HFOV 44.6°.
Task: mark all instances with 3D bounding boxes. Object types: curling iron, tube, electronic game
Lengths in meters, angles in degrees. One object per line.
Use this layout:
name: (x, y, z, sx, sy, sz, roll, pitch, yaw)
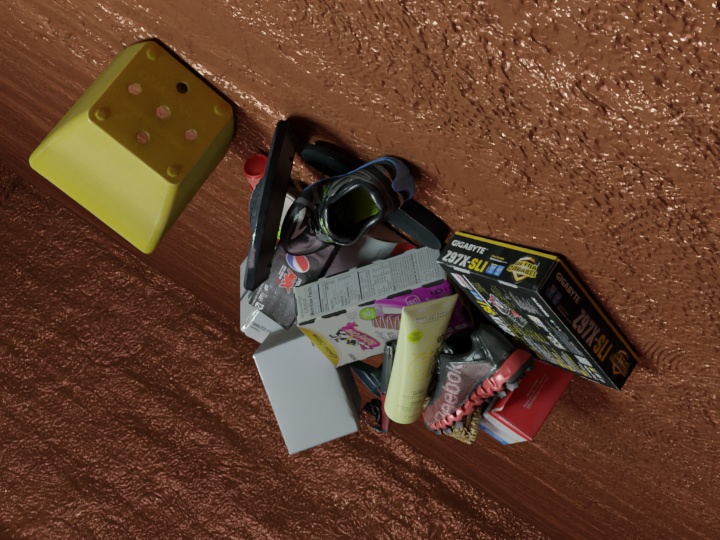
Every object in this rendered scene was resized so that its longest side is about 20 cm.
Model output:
curling iron: (0.029, 0.161, 1.193, 0.049, 0.026, 0.201, 31, 145, 18)
tube: (0.069, 0.111, 1.100, 0.051, 0.058, 0.201, 21, 130, 12)
electronic game: (-0.109, -0.075, 1.022, 0.041, 0.202, 0.200, 12, 168, -5)

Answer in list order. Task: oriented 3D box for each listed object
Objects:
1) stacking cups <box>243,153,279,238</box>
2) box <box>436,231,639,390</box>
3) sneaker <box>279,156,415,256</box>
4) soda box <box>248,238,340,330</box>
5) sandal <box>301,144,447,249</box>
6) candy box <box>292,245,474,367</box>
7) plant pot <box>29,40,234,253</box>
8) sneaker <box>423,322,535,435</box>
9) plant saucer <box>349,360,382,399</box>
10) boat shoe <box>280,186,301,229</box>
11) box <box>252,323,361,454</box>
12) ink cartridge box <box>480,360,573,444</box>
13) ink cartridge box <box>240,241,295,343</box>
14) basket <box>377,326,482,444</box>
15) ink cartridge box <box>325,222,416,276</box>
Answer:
stacking cups: (-0.120, -0.092, 1.266, 0.060, 0.061, 0.200, 29, 165, 27)
box: (0.198, 0.045, 0.978, 0.200, 0.050, 0.159, 44, 167, -34)
sneaker: (-0.029, -0.064, 0.958, 0.199, 0.083, 0.071, -23, 105, 44)
soda box: (-0.078, -0.010, 1.140, 0.070, 0.063, 0.200, 34, 139, 2)
sandal: (0.008, -0.080, 1.017, 0.200, 0.048, 0.075, 34, 167, 7)
candy box: (0.031, 0.047, 1.116, 0.198, 0.061, 0.137, -17, 146, 14)
plant pot: (-0.275, -0.173, 1.125, 0.200, 0.201, 0.176, 39, 156, -14)
sneaker: (0.129, 0.133, 1.100, 0.098, 0.071, 0.201, 48, 136, 7)
plant saucer: (0.024, 0.167, 1.319, 0.070, 0.019, 0.200, 50, 172, -7)
boat shoe: (-0.054, -0.055, 1.249, 0.066, 0.057, 0.200, -19, 126, 37)
box: (-0.073, 0.159, 1.290, 0.200, 0.105, 0.154, -71, -39, -86)
ink cartridge box: (0.222, 0.168, 1.194, 0.067, 0.117, 0.200, 35, 168, 4)
ink cartridge box: (-0.123, 0.049, 1.474, 0.144, 0.084, 0.201, 30, -157, -23)
basket: (0.129, 0.145, 1.277, 0.149, 0.143, 0.200, 41, 170, -2)
ink cartridge box: (0.000, 0.000, 1.176, 0.199, 0.057, 0.163, 39, 139, 5)
